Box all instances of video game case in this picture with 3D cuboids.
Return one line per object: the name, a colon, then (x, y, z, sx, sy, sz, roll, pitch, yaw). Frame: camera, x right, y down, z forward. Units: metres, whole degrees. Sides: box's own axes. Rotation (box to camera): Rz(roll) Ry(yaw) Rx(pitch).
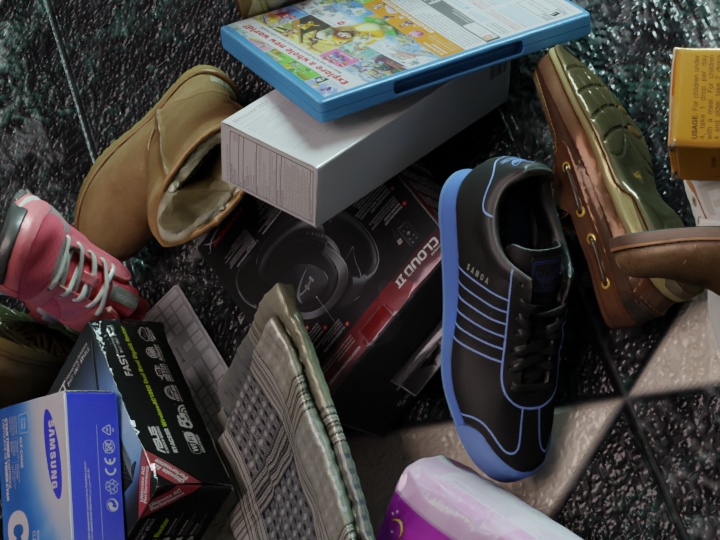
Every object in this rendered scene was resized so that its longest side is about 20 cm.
video game case: (0.028, -0.156, 1.654, 0.143, 0.199, 0.018, 40, 143, 51)

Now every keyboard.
keyboard: (-0.108, 0.093, 1.793, 0.056, 0.011, 0.200, -48, 50, 17)

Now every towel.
towel: (-0.050, 0.135, 1.632, 0.193, 0.034, 0.201, 114, 142, -56)

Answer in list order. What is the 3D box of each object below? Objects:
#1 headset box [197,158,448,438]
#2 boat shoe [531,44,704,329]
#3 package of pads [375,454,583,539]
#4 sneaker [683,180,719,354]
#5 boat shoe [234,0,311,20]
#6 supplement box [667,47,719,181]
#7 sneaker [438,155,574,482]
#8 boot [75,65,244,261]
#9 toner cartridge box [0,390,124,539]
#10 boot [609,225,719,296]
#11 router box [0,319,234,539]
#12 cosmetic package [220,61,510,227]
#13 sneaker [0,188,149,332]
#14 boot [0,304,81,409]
headset box: (0.000, 0.000, 1.689, 0.149, 0.077, 0.200, -51, 49, 15)
boat shoe: (0.145, -0.053, 1.587, 0.067, 0.072, 0.201, -36, 56, 23)
package of pads: (0.090, 0.205, 1.525, 0.200, 0.075, 0.121, 30, 105, 43)
sneaker: (0.220, -0.021, 1.502, 0.073, 0.085, 0.201, -20, 63, 32)
boat shoe: (-0.046, -0.202, 1.760, 0.066, 0.200, 0.074, -16, 97, 7)
supplement box: (0.274, -0.087, 1.433, 0.199, 0.067, 0.069, -1, 72, 9)
sneaker: (0.095, 0.030, 1.566, 0.078, 0.070, 0.201, -11, 86, 57)
boot: (-0.138, -0.056, 1.766, 0.175, 0.066, 0.200, -56, 16, 11)
toner cartridge box: (-0.197, 0.185, 1.690, 0.095, 0.043, 0.201, -17, 74, 51)
boot: (0.237, 0.014, 1.432, 0.199, 0.074, 0.076, 7, 91, 4)
router box: (-0.176, 0.154, 1.754, 0.200, 0.062, 0.150, -58, 43, 34)
cosmetic package: (0.006, -0.102, 1.645, 0.082, 0.200, 0.051, 29, 134, 30)
sneaker: (-0.194, 0.000, 1.741, 0.086, 0.200, 0.074, 18, 82, 13)
boot: (-0.275, 0.127, 1.829, 0.066, 0.175, 0.200, 34, 95, 21)
